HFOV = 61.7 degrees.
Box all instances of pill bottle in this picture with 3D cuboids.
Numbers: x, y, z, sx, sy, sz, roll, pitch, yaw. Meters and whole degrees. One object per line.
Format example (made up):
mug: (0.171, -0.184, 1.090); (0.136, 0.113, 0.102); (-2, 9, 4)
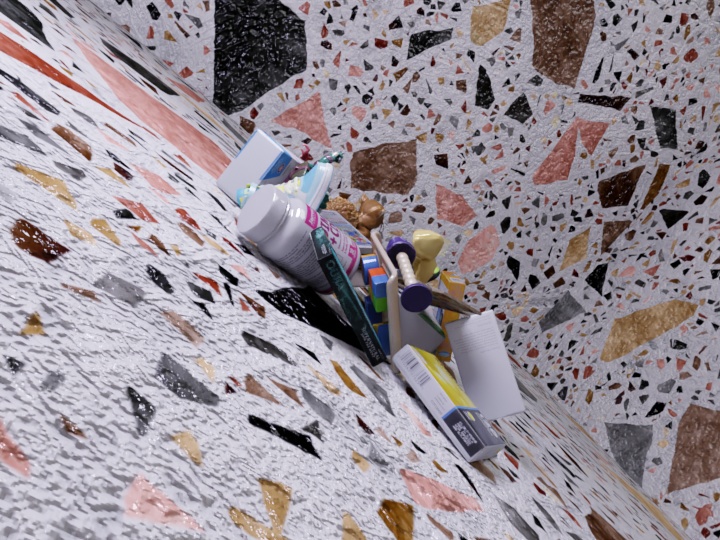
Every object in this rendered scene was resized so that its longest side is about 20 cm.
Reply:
pill bottle: (-0.104, -0.052, 1.029); (0.200, 0.113, 0.113); (36, 8, -35)

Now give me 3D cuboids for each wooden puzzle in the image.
wooden puzzle: (0.033, 0.052, 1.045); (0.200, 0.046, 0.186); (-105, -172, -63)

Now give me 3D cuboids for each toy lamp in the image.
toy lamp: (0.077, -0.002, 1.037); (0.058, 0.058, 0.200); (39, 18, -21)

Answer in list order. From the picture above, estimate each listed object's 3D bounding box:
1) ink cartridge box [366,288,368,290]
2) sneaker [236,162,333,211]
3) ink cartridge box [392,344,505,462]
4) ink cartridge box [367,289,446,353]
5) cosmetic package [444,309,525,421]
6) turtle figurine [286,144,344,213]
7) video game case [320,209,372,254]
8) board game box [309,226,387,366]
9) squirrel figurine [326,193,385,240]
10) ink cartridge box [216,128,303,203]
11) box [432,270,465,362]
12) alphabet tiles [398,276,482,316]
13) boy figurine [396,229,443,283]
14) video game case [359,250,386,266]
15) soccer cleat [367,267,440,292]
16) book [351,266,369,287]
ink cartridge box: (0.086, 0.043, 1.622); (0.146, 0.084, 0.200); (43, 7, 14)
sneaker: (-0.146, -0.137, 1.082); (0.130, 0.200, 0.080); (30, 30, -20)
ink cartridge box: (0.156, 0.220, 0.999); (0.198, 0.047, 0.200); (51, 12, 26)
ink cartridge box: (0.090, 0.098, 1.286); (0.145, 0.088, 0.200); (41, 8, -8)
cosmetic package: (0.240, 0.185, 1.166); (0.074, 0.101, 0.200); (25, 49, -76)
turtle figurine: (-0.099, -0.173, 1.226); (0.100, 0.150, 0.200); (15, 36, -9)
video game case: (-0.073, -0.085, 1.252); (0.143, 0.018, 0.200); (2, 25, -31)
board game box: (-0.021, 0.038, 0.949); (0.200, 0.028, 0.135); (64, 0, -24)
squirrel figurine: (-0.020, -0.117, 1.603); (0.142, 0.187, 0.200); (47, 9, 37)
ink cartridge box: (-0.195, -0.196, 1.299); (0.085, 0.145, 0.200); (41, 6, 15)
box: (0.187, 0.110, 1.335); (0.041, 0.201, 0.119); (7, 12, -3)
alphabet tiles: (0.131, 0.048, 1.139); (0.167, 0.008, 0.200); (29, -8, -29)
boy figurine: (0.115, -0.024, 1.184); (0.064, 0.125, 0.200); (3, -14, -5)
video game case: (-0.025, -0.038, 1.296); (0.200, 0.026, 0.181); (14, 8, 14)
soccer cleat: (0.106, 0.035, 1.411); (0.068, 0.200, 0.081); (-41, 111, -49)
book: (0.000, 0.000, 1.310); (0.133, 0.048, 0.200); (5, 9, -5)
